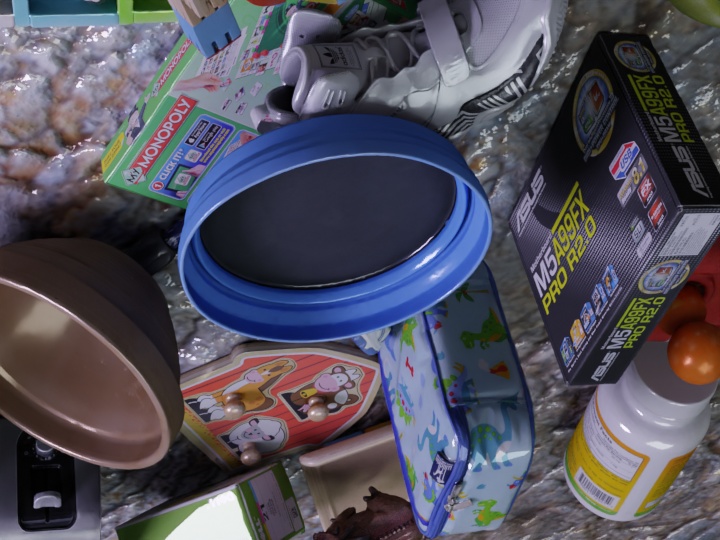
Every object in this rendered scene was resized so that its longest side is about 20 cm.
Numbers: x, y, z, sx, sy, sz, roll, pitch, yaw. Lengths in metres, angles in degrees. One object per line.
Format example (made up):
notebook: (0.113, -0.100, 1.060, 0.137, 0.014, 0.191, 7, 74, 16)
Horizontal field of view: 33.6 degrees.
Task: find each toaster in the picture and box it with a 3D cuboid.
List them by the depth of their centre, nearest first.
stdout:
toaster: (-0.328, 0.226, 1.063, 0.178, 0.120, 0.201, 1, 141, -18)

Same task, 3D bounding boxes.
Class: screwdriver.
screwdriver: (-0.109, -0.044, 0.873, 0.199, 0.028, 0.029, -33, 169, 14)

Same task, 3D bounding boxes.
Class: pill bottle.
pill bottle: (0.277, 0.152, 1.172, 0.109, 0.112, 0.201, -4, 142, -13)

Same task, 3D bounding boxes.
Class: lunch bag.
lunch bag: (0.072, 0.104, 0.967, 0.081, 0.202, 0.162, -3, 143, -13)

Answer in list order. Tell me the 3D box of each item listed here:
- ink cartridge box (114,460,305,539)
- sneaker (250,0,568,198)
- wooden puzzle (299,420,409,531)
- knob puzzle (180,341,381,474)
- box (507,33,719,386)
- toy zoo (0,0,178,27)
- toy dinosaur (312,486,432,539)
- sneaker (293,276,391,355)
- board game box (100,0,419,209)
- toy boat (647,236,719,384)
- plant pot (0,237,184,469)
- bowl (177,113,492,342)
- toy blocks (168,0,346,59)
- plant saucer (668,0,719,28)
ink cartridge box: (-0.160, 0.251, 1.096, 0.146, 0.077, 0.200, -22, 175, 21)
sneaker: (0.026, -0.126, 0.711, 0.114, 0.076, 0.200, 21, 130, -41)
wooden puzzle: (0.036, 0.194, 1.207, 0.182, 0.038, 0.201, -19, 148, -5)
knob puzzle: (-0.068, 0.126, 1.094, 0.216, 0.031, 0.221, -9, 143, -7)
box: (0.176, -0.038, 0.853, 0.044, 0.162, 0.201, -2, 142, -18)
toy zoo: (-0.187, -0.190, 0.652, 0.197, 0.021, 0.132, -4, 142, -14)
toy dinosaur: (0.013, 0.248, 1.109, 0.199, 0.086, 0.136, -35, 168, -11)
sneaker: (0.000, 0.000, 0.917, 0.088, 0.075, 0.200, -47, 157, -4)
board game box: (-0.062, -0.114, 0.773, 0.133, 0.029, 0.200, 19, 127, -36)
toy boat: (0.273, 0.037, 1.006, 0.197, 0.132, 0.131, 3, 141, -21)
plant pot: (-0.202, 0.044, 0.859, 0.198, 0.093, 0.202, 18, 140, 16)
bowl: (-0.017, -0.023, 0.750, 0.197, 0.040, 0.202, -9, 147, -6)
toy blocks: (-0.040, -0.193, 0.625, 0.199, 0.100, 0.137, -38, 146, -9)
plant saucer: (0.285, -0.224, 0.758, 0.197, 0.031, 0.201, -9, 144, -7)
